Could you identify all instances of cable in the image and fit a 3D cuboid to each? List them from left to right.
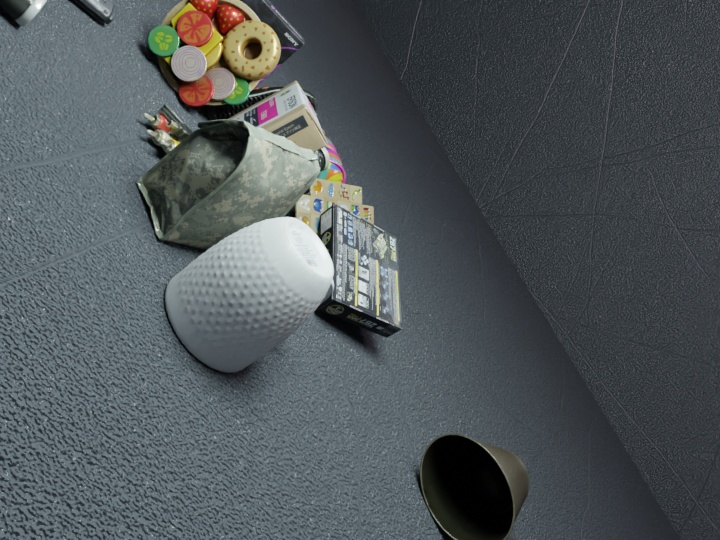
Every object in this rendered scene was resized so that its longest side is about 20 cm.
[{"bbox_3d":[-0.267,-0.189,1.088,0.097,0.050,0.200,58,6,29],"label":"cable"}]

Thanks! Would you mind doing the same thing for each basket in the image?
[{"bbox_3d":[0.205,0.358,1.144,0.181,0.136,0.200,58,16,25],"label":"basket"}]

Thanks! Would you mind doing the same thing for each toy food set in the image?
[{"bbox_3d":[-0.254,-0.378,1.184,0.200,0.198,0.049,45,-3,-4],"label":"toy food set"}]

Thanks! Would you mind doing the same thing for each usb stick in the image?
[{"bbox_3d":[-0.462,-0.457,1.050,0.200,0.033,0.056,38,28,-41],"label":"usb stick"}]

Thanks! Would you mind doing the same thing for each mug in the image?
[{"bbox_3d":[-0.114,0.024,0.872,0.200,0.175,0.148,20,40,-58],"label":"mug"}]

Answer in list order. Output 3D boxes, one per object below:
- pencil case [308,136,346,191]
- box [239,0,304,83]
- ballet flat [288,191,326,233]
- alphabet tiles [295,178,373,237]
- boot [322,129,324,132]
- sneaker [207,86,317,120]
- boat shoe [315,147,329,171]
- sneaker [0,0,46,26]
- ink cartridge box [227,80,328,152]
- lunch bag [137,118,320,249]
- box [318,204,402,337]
[{"bbox_3d":[-0.085,-0.218,1.400,0.088,0.088,0.200,44,9,-28],"label":"pencil case"},{"bbox_3d":[-0.223,-0.411,1.275,0.143,0.200,0.036,39,24,-36],"label":"box"},{"bbox_3d":[-0.107,-0.124,1.278,0.068,0.068,0.201,22,39,-58],"label":"ballet flat"},{"bbox_3d":[-0.045,-0.080,1.274,0.199,0.006,0.167,4,84,-46],"label":"alphabet tiles"},{"bbox_3d":[-0.134,-0.296,1.403,0.146,0.071,0.200,26,28,24],"label":"boot"},{"bbox_3d":[-0.181,-0.314,1.266,0.090,0.199,0.070,-108,-166,-48],"label":"sneaker"},{"bbox_3d":[-0.153,-0.226,1.274,0.199,0.075,0.066,32,41,22],"label":"boat shoe"},{"bbox_3d":[-0.461,-0.425,0.926,0.099,0.070,0.201,42,33,-41],"label":"sneaker"},{"bbox_3d":[-0.152,-0.228,1.146,0.075,0.164,0.200,59,5,-27],"label":"ink cartridge box"},{"bbox_3d":[-0.171,-0.122,0.940,0.164,0.200,0.118,16,44,-59],"label":"lunch bag"},{"bbox_3d":[0.000,0.000,1.219,0.161,0.049,0.201,24,49,-33],"label":"box"}]
